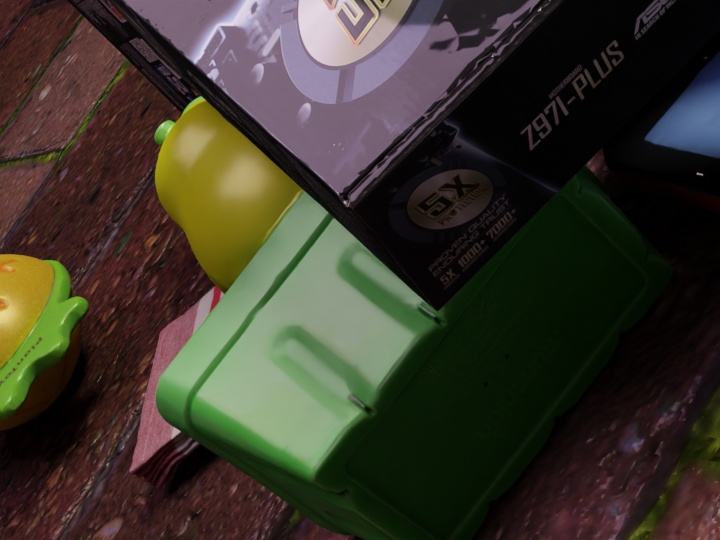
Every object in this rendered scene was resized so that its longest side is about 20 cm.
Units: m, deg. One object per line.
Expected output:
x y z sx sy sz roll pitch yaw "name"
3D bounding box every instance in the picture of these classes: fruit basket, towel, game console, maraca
0.000 0.000 0.820 0.216 0.156 0.216 -26 44 28 "fruit basket"
-0.046 0.022 1.049 0.200 0.023 0.144 -38 24 24 "towel"
0.194 -0.094 0.768 0.177 0.031 0.200 -53 24 -4 "game console"
-0.235 0.051 1.239 0.137 0.107 0.200 -53 23 -7 "maraca"

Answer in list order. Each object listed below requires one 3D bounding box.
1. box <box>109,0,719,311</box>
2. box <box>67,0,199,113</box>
0.012 -0.113 0.742 0.164 0.086 0.200 -44 53 -2 "box"
-0.076 -0.131 1.076 0.050 0.200 0.198 -50 16 -18 "box"
